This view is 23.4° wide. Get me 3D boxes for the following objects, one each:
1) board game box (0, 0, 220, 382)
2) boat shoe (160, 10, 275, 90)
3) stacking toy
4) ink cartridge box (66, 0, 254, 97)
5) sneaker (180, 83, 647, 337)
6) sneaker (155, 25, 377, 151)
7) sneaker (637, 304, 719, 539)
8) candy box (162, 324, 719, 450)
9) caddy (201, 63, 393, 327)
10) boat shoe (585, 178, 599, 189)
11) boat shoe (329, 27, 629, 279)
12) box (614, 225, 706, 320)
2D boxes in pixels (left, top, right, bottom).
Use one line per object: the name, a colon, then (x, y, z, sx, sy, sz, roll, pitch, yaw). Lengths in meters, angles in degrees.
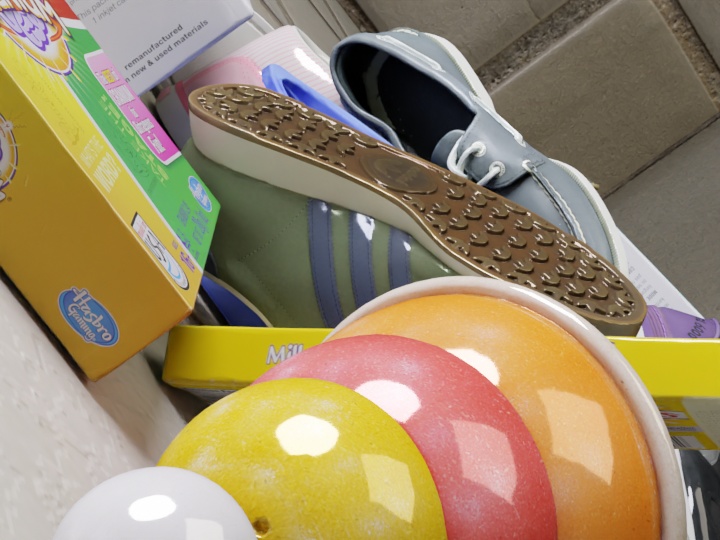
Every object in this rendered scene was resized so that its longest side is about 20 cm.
board game box: (-0.126, -0.072, 0.581, 0.200, 0.040, 0.153, 53, 7, -13)
boat shoe: (-0.050, -0.083, 0.981, 0.200, 0.074, 0.060, 44, 0, -22)
stacking toy: (-0.013, 0.074, 0.464, 0.200, 0.146, 0.146, 1, 51, -57)
ink cartridge box: (-0.144, -0.188, 0.804, 0.200, 0.087, 0.145, 54, 7, -21)
sneaker: (0.009, 0.006, 0.686, 0.200, 0.090, 0.067, 28, 28, 16)
sneaker: (-0.011, -0.037, 0.911, 0.201, 0.104, 0.075, 55, 5, -3)
sneaker: (0.154, 0.091, 0.754, 0.076, 0.087, 0.201, 106, -14, -45)
candy box: (0.040, 0.042, 0.620, 0.102, 0.199, 0.027, 43, 50, -65)
caddy: (0.000, 0.000, 0.795, 0.200, 0.105, 0.141, 55, 8, 0)
boat shoe: (0.080, -0.031, 0.973, 0.201, 0.072, 0.061, 9, 65, -54)
boat shoe: (0.049, -0.043, 0.818, 0.062, 0.073, 0.200, 8, 38, -47)
box: (0.159, 0.077, 0.858, 0.200, 0.082, 0.049, 46, -8, 1)
